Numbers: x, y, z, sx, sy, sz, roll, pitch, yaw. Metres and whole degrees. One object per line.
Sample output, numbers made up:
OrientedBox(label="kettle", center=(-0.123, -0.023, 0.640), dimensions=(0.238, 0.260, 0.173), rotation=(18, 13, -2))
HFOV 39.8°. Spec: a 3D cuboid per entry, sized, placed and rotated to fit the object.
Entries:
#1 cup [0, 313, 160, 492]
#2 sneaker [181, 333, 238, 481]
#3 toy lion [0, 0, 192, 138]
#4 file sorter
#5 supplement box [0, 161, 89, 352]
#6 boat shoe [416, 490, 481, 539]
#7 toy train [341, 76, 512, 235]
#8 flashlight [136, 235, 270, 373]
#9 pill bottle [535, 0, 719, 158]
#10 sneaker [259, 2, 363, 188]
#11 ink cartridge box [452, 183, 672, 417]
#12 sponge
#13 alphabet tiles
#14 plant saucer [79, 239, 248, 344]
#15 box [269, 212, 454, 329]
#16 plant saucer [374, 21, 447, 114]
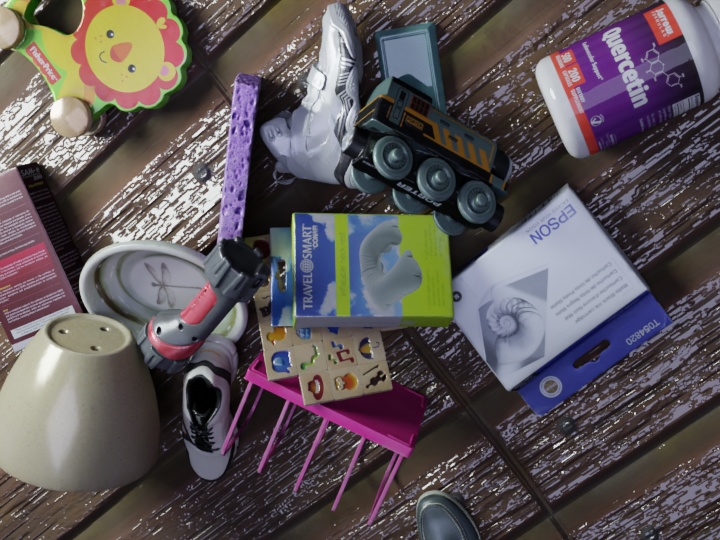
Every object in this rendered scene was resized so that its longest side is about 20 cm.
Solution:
OrientedBox(label="cup", center=(-0.321, 0.136, 1.145), dimensions=(0.197, 0.201, 0.145), rotation=(15, 111, 6))
OrientedBox(label="sneaker", center=(-0.188, 0.177, 1.189), dimensions=(0.073, 0.080, 0.203), rotation=(6, 119, 5))
OrientedBox(label="toy lion", center=(-0.299, -0.261, 1.138), dimensions=(0.191, 0.069, 0.201), rotation=(-38, 94, 8))
OrientedBox(label="file sorter", center=(-0.043, 0.183, 1.150), dimensions=(0.198, 0.139, 0.127), rotation=(25, 109, 3))
OrientedBox(label="supplement box", center=(-0.405, -0.016, 1.205), dimensions=(0.108, 0.061, 0.202), rotation=(-20, 99, 12))
OrientedBox(label="boat shoe", center=(0.117, 0.365, 1.200), dimensions=(0.072, 0.062, 0.203), rotation=(-17, 99, 13))
OrientedBox(label="toy train", center=(0.076, -0.119, 1.060), dimensions=(0.198, 0.085, 0.115), rotation=(25, 70, -17))
OrientedBox(label="flashlight", center=(-0.177, 0.037, 1.086), dimensions=(0.200, 0.067, 0.069), rotation=(-48, 60, 40))
OrientedBox(label="pill bottle", center=(0.287, -0.203, 1.019), dimensions=(0.198, 0.112, 0.114), rotation=(-25, 98, 14))
OrientedBox(label="sneaker", center=(-0.053, -0.188, 1.099), dimensions=(0.113, 0.075, 0.203), rotation=(-2, 105, 7))
OrientedBox(label="ink cartridge box", center=(0.217, 0.042, 1.122), dimensions=(0.199, 0.041, 0.201), rotation=(-39, 94, 15))
OrientedBox(label="sponge", center=(-0.136, -0.114, 1.111), dimensions=(0.029, 0.112, 0.203), rotation=(7, 104, -7))
OrientedBox(label="alphabet tiles", center=(-0.032, 0.044, 1.103), dimensions=(0.165, 0.008, 0.203), rotation=(-9, 70, -10))
OrientedBox(label="plant saucer", center=(-0.225, 0.023, 1.163), dimensions=(0.197, 0.051, 0.202), rotation=(5, 138, 5))
OrientedBox(label="box", center=(0.000, 0.000, 1.094), dimensions=(0.197, 0.048, 0.124), rotation=(0, 70, -7))
OrientedBox(label="plant saucer", center=(0.063, -0.170, 1.114), dimensions=(0.069, 0.019, 0.203), rotation=(-7, 100, 11))
